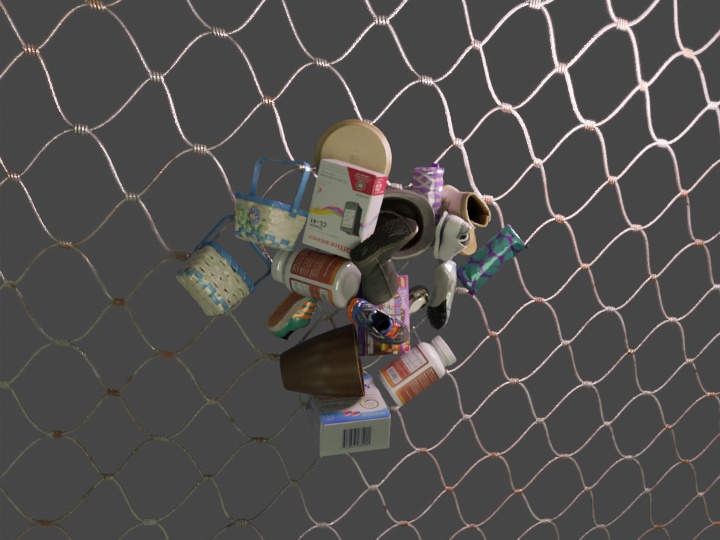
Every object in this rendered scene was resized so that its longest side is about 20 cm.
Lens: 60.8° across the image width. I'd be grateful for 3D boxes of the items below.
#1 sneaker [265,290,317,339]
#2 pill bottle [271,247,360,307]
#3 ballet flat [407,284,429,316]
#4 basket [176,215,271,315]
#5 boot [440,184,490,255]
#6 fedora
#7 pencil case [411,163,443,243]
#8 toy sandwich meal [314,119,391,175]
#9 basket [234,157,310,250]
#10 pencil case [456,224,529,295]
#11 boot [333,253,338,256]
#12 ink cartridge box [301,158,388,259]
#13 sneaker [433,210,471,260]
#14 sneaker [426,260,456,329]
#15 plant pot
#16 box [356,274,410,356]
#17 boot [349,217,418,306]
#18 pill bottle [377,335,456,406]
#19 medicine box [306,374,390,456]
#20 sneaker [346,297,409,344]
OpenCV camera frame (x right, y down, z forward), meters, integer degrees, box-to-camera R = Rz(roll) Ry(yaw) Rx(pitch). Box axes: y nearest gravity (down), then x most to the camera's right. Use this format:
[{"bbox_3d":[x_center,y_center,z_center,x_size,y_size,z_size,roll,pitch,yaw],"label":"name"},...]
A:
[{"bbox_3d":[-0.148,0.091,1.557,0.200,0.071,0.080,-43,132,-6],"label":"sneaker"},{"bbox_3d":[-0.108,0.009,1.460,0.112,0.199,0.113,-39,137,-48],"label":"pill bottle"},{"bbox_3d":[0.099,0.107,1.624,0.200,0.072,0.072,-32,112,-4],"label":"ballet flat"},{"bbox_3d":[-0.318,-0.008,1.439,0.200,0.139,0.177,-45,112,-28],"label":"basket"},{"bbox_3d":[0.275,-0.116,1.555,0.072,0.155,0.201,-27,111,-14],"label":"boot"},{"bbox_3d":[0.078,-0.105,1.501,0.198,0.090,0.178,-9,86,-5],"label":"fedora"},{"bbox_3d":[0.170,-0.165,1.555,0.085,0.084,0.202,-22,120,-50],"label":"pencil case"},{"bbox_3d":[-0.015,-0.263,1.483,0.203,0.070,0.207,-1,102,-5],"label":"toy sandwich meal"},{"bbox_3d":[-0.197,-0.155,1.392,0.139,0.176,0.201,20,84,-47],"label":"basket"},{"bbox_3d":[0.349,-0.028,1.643,0.200,0.085,0.092,-42,136,1],"label":"pencil case"},{"bbox_3d":[0.000,0.000,1.564,0.107,0.075,0.201,-19,110,-14],"label":"boot"},{"bbox_3d":[-0.036,-0.141,1.407,0.147,0.086,0.201,19,103,16],"label":"ink cartridge box"},{"bbox_3d":[0.232,-0.070,1.532,0.080,0.200,0.077,19,72,14],"label":"sneaker"},{"bbox_3d":[0.226,0.067,1.651,0.072,0.072,0.201,-19,123,-43],"label":"sneaker"},{"bbox_3d":[-0.099,0.243,1.567,0.198,0.187,0.188,-9,109,2],"label":"plant pot"},{"bbox_3d":[0.058,0.110,1.540,0.136,0.039,0.202,0,86,-33],"label":"box"},{"bbox_3d":[0.067,-0.013,1.412,0.181,0.073,0.200,-29,140,-1],"label":"boot"},{"bbox_3d":[0.155,0.268,1.666,0.199,0.112,0.113,-34,112,-3],"label":"pill bottle"},{"bbox_3d":[-0.036,0.372,1.596,0.181,0.200,0.104,-3,113,-15],"label":"medicine box"},{"bbox_3d":[0.053,0.133,1.451,0.199,0.078,0.076,29,84,-41],"label":"sneaker"}]
